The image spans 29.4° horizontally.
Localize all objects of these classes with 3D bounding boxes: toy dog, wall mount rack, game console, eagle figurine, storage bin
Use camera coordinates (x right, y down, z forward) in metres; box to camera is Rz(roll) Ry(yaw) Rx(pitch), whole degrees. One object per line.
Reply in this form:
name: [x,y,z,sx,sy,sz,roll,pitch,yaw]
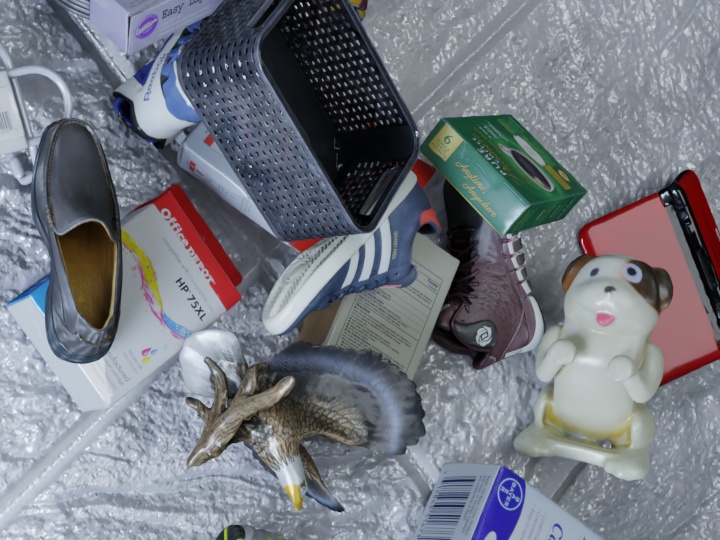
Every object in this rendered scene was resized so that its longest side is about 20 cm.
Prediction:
toy dog: [0.255,0.084,1.389,0.193,0.138,0.202,-23,123,-55]
wall mount rack: [-0.343,-0.142,1.111,0.199,0.074,0.176,-19,96,-34]
game console: [0.350,0.008,1.564,0.202,0.118,0.172,68,26,-6]
eagle figurine: [-0.060,0.135,1.173,0.199,0.151,0.153,10,88,-54]
storage bin: [-0.048,-0.137,1.158,0.201,0.093,0.136,59,44,-31]

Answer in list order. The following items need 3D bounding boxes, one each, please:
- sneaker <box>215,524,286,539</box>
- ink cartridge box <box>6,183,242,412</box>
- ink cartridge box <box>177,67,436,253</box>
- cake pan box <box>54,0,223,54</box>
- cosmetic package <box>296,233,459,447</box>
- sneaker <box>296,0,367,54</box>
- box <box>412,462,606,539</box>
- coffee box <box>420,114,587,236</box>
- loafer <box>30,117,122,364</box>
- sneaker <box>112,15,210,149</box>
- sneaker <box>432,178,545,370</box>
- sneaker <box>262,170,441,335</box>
sneaker: [-0.090,0.326,1.193,0.076,0.075,0.202,11,78,-31]
ink cartridge box: [-0.187,0.015,1.184,0.200,0.067,0.117,-41,103,-31]
ink cartridge box: [-0.045,-0.105,1.267,0.199,0.050,0.163,34,63,5]
cake pan box: [-0.186,-0.289,1.191,0.184,0.053,0.199,40,54,21]
cosmetic package: [0.006,0.055,1.300,0.105,0.071,0.201,34,65,-22]
sneaker: [-0.023,-0.280,1.323,0.090,0.075,0.200,46,52,-8]
box: [0.144,0.315,1.328,0.199,0.105,0.185,37,65,-23]
coffee box: [0.144,-0.098,1.353,0.123,0.044,0.200,47,23,12]
loafer: [-0.218,-0.031,1.093,0.072,0.072,0.202,-4,77,-28]
sneaker: [-0.163,-0.177,1.226,0.081,0.115,0.200,50,30,-21]
sneaker: [0.107,0.007,1.374,0.115,0.075,0.202,-28,98,-30]
sneaker: [0.000,0.000,1.212,0.200,0.075,0.085,-46,111,-21]
